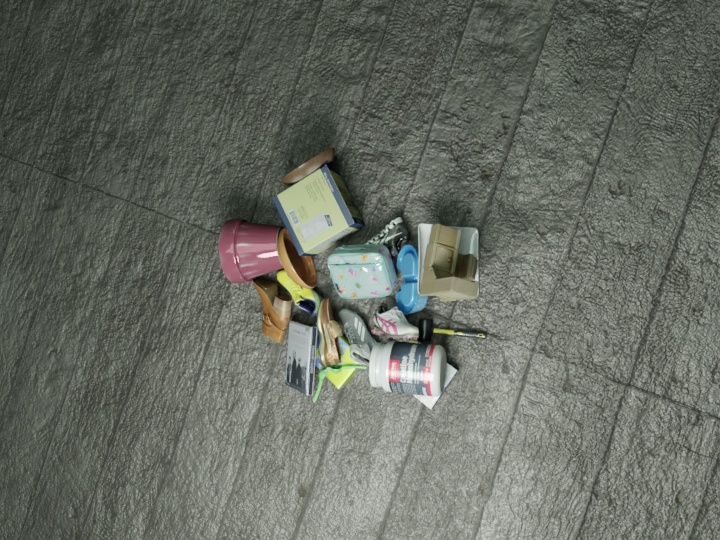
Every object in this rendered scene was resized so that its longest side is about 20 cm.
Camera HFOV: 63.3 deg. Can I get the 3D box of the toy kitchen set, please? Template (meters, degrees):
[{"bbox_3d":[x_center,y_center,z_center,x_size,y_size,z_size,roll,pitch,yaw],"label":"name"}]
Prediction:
[{"bbox_3d":[0.283,-0.017,1.578,0.161,0.180,0.203,15,80,-20],"label":"toy kitchen set"}]

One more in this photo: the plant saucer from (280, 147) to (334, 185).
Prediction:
[{"bbox_3d":[-0.156,-0.313,1.805,0.199,0.200,0.037,-29,97,13],"label":"plant saucer"}]

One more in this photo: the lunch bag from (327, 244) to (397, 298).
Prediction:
[{"bbox_3d":[0.000,0.000,1.733,0.197,0.077,0.162,-3,120,26],"label":"lunch bag"}]

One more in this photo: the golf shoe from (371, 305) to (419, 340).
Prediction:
[{"bbox_3d":[0.098,0.151,1.687,0.199,0.072,0.094,8,88,56],"label":"golf shoe"}]

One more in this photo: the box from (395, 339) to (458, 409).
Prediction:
[{"bbox_3d":[0.168,0.287,1.713,0.199,0.038,0.137,36,96,18],"label":"box"}]

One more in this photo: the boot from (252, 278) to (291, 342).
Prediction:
[{"bbox_3d":[-0.296,0.123,1.865,0.199,0.073,0.157,37,123,42],"label":"boot"}]

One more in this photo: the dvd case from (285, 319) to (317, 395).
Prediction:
[{"bbox_3d":[-0.181,0.261,1.772,0.150,0.024,0.204,7,93,57],"label":"dvd case"}]

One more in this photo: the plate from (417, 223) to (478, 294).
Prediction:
[{"bbox_3d":[0.248,-0.027,1.678,0.197,0.032,0.203,3,84,-20],"label":"plate"}]

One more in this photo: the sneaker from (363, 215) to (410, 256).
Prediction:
[{"bbox_3d":[0.070,-0.068,1.765,0.200,0.066,0.091,-41,71,8],"label":"sneaker"}]

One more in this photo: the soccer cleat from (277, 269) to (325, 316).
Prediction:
[{"bbox_3d":[-0.192,0.067,1.822,0.199,0.083,0.065,38,129,16],"label":"soccer cleat"}]

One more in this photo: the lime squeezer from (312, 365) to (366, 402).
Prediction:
[{"bbox_3d":[-0.080,0.314,1.743,0.199,0.038,0.071,-34,77,11],"label":"lime squeezer"}]

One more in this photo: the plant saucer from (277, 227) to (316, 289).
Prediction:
[{"bbox_3d":[-0.197,-0.033,1.778,0.037,0.200,0.203,-25,78,15],"label":"plant saucer"}]

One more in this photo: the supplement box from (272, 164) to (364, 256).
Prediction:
[{"bbox_3d":[-0.126,-0.179,1.794,0.198,0.134,0.202,-28,84,13],"label":"supplement box"}]

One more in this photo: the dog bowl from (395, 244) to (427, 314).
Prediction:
[{"bbox_3d":[0.154,0.027,1.712,0.111,0.049,0.204,-8,79,62],"label":"dog bowl"}]

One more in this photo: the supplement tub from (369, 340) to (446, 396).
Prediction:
[{"bbox_3d":[0.134,0.272,1.631,0.197,0.140,0.143,2,85,18],"label":"supplement tub"}]

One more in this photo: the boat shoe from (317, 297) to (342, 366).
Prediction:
[{"bbox_3d":[-0.087,0.184,1.745,0.073,0.076,0.204,-2,90,9],"label":"boat shoe"}]

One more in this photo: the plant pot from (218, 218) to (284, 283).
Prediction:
[{"bbox_3d":[-0.323,-0.065,1.828,0.176,0.200,0.204,-4,83,11],"label":"plant pot"}]

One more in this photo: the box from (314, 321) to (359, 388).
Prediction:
[{"bbox_3d":[-0.093,0.248,1.797,0.200,0.048,0.122,42,97,16],"label":"box"}]

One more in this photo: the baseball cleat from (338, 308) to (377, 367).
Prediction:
[{"bbox_3d":[-0.014,0.199,1.744,0.200,0.106,0.070,47,127,17],"label":"baseball cleat"}]

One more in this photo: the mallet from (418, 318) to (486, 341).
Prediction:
[{"bbox_3d":[0.262,0.190,1.696,0.197,0.041,0.067,12,87,15],"label":"mallet"}]
